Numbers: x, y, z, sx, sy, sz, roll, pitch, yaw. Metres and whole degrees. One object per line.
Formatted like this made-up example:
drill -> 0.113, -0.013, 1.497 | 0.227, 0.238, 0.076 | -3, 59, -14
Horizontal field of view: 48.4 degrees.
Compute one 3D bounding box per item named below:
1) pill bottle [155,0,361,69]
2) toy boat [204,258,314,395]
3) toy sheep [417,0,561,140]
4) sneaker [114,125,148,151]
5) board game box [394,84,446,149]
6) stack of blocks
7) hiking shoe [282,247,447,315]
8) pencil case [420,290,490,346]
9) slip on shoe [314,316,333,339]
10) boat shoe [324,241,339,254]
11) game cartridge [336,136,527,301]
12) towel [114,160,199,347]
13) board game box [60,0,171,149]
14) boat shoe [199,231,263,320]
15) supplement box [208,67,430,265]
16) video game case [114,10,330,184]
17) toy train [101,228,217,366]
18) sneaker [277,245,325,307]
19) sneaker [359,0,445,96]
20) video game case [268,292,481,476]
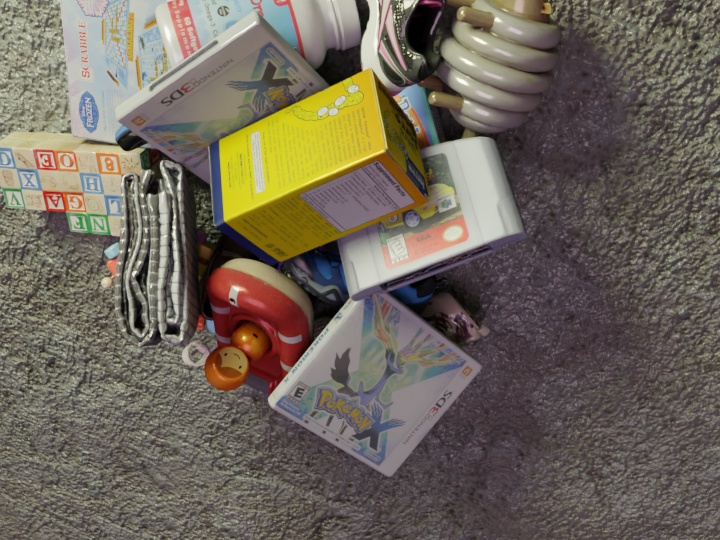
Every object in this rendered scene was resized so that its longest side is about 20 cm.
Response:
pill bottle -> -0.106, -0.253, 0.852 | 0.200, 0.109, 0.109 | -18, 116, -5
toy boat -> -0.133, 0.086, 0.939 | 0.130, 0.131, 0.200 | 20, 137, 20
toy sheep -> 0.138, -0.214, 0.839 | 0.138, 0.138, 0.200 | 20, 124, 0
sneaker -> -0.188, -0.158, 0.922 | 0.199, 0.071, 0.083 | -7, 113, 7
board game box -> 0.003, -0.121, 0.936 | 0.200, 0.045, 0.152 | -14, 91, 19
stack of blocks -> -0.359, -0.112, 1.037 | 0.199, 0.059, 0.115 | 5, 120, 9
hiking shoe -> 0.000, 0.000, 0.949 | 0.200, 0.074, 0.087 | 25, 108, -27
pencil case -> 0.063, 0.106, 1.023 | 0.200, 0.078, 0.090 | -36, 64, 0
slip on shoe -> 0.016, 0.127, 1.096 | 0.200, 0.061, 0.074 | 26, 87, 8
boat shoe -> 0.053, -0.060, 0.983 | 0.200, 0.064, 0.071 | -11, 82, 19
game cartridge -> 0.064, -0.060, 0.858 | 0.200, 0.133, 0.041 | -22, 153, 18
towel -> -0.234, -0.013, 0.918 | 0.085, 0.166, 0.201 | -3, 85, -8
board game box -> -0.248, -0.243, 0.950 | 0.199, 0.041, 0.200 | 10, 120, 4
boat shoe -> -0.148, -0.025, 1.006 | 0.075, 0.075, 0.203 | 21, 102, -12
supplement box -> -0.045, -0.103, 0.840 | 0.200, 0.110, 0.109 | -21, 149, 20
video game case -> -0.123, -0.162, 0.853 | 0.182, 0.022, 0.200 | -28, 147, 19
toy train -> -0.240, 0.023, 1.077 | 0.150, 0.056, 0.200 | -34, 107, 4
sneaker -> -0.084, 0.029, 1.037 | 0.069, 0.100, 0.200 | 17, 122, -1
sneaker -> 0.049, -0.283, 0.812 | 0.086, 0.080, 0.201 | 2, 103, 49
video game case -> 0.022, 0.133, 0.948 | 0.200, 0.022, 0.182 | 37, 94, -29
